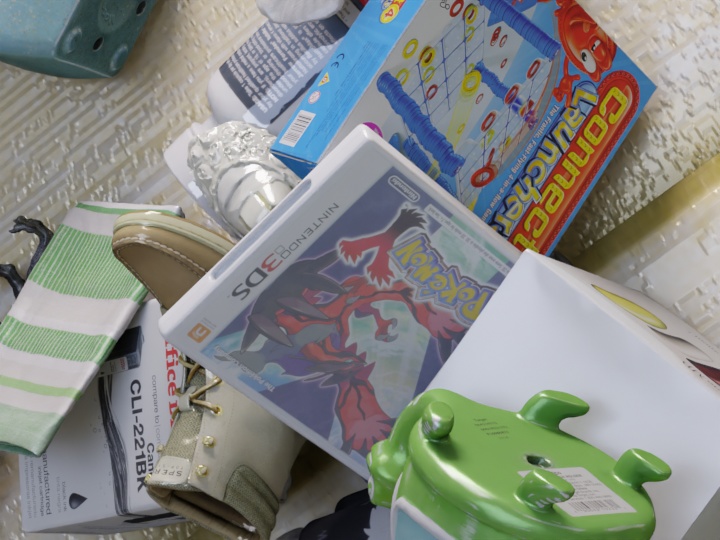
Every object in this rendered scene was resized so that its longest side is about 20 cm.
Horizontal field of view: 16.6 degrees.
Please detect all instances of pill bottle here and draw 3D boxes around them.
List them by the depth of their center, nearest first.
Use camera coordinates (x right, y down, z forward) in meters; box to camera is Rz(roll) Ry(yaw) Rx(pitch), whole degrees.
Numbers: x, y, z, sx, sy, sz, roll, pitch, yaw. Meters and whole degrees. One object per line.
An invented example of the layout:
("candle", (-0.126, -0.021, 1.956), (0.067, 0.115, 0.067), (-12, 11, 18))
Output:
("pill bottle", (-0.035, -0.118, 1.697), (0.200, 0.120, 0.120), (-43, 66, 7))

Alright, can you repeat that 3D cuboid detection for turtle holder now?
("turtle holder", (0.070, 0.141, 1.384), (0.185, 0.141, 0.132), (23, 110, 18))

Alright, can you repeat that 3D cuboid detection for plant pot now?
("plant pot", (-0.251, -0.240, 1.799), (0.200, 0.196, 0.196), (31, 96, 18))

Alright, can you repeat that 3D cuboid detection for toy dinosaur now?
("toy dinosaur", (-0.237, 0.012, 1.829), (0.088, 0.047, 0.200), (45, 102, 10))

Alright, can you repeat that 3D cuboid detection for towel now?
("towel", (-0.208, 0.036, 1.707), (0.152, 0.023, 0.200), (4, 57, 54))

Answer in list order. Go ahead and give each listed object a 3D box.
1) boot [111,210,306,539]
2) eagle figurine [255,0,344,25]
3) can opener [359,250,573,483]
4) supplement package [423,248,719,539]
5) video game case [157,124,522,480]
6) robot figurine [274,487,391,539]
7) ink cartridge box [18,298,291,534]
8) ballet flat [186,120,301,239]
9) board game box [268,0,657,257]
("boot", (-0.104, 0.070, 1.585), (0.072, 0.200, 0.155), (-12, 44, 49))
("eagle figurine", (0.015, -0.251, 1.619), (0.151, 0.200, 0.152), (-18, 88, 37))
("can opener", (0.071, 0.066, 1.654), (0.200, 0.053, 0.066), (-51, 43, 3))
("supplement package", (0.166, 0.108, 1.529), (0.191, 0.200, 0.147), (39, 100, 25))
("video game case", (0.004, 0.026, 1.547), (0.182, 0.200, 0.023), (-44, 36, 13))
("robot figurine", (0.024, 0.211, 1.629), (0.200, 0.150, 0.125), (-21, 94, 21))
("ink cartridge box", (-0.148, 0.102, 1.717), (0.200, 0.084, 0.145), (-15, 75, 43))
("ballet flat", (-0.039, -0.024, 1.616), (0.200, 0.072, 0.072), (43, 102, 4))
("board game box", (0.070, -0.099, 1.583), (0.056, 0.196, 0.200), (20, 74, 53))
